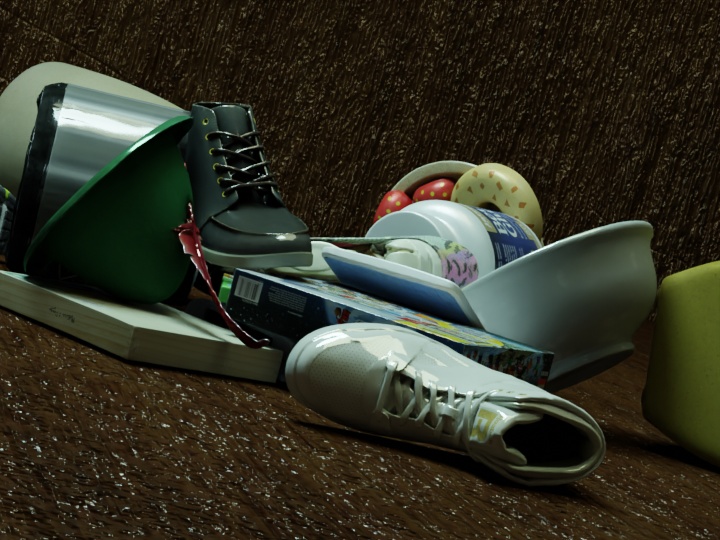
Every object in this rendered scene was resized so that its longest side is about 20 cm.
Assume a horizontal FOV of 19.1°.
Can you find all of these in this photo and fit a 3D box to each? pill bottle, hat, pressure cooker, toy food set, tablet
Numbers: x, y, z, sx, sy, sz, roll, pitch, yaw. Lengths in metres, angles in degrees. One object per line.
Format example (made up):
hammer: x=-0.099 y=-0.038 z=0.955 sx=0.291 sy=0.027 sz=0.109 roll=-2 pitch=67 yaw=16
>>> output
pill bottle: x=0.078 y=-0.003 z=1.844 sx=0.111 sy=0.112 sz=0.200 roll=16 pitch=4 yaw=26
hat: x=-0.135 y=0.005 z=1.580 sx=0.176 sy=0.166 sz=0.200 roll=46 pitch=30 yaw=2
pressure cooker: x=-0.193 y=-0.062 z=1.828 sx=0.199 sy=0.179 sz=0.176 roll=13 pitch=0 yaw=-10
toy food set: x=0.090 y=-0.003 z=1.998 sx=0.199 sy=0.199 sz=0.049 roll=3 pitch=11 yaw=34
tablet: x=0.057 y=0.050 z=1.653 sx=0.130 sy=0.014 sz=0.200 roll=16 pitch=-25 yaw=35

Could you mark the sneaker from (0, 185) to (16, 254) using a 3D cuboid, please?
sneaker: x=-0.395 y=-0.060 z=1.902 sx=0.199 sy=0.074 sz=0.081 roll=15 pitch=0 yaw=-21

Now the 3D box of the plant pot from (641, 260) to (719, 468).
plant pot: x=0.339 y=0.078 z=1.735 sx=0.199 sy=0.195 sz=0.195 roll=9 pitch=1 yaw=18

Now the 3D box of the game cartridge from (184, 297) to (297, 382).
game cartridge: x=-0.039 y=0.062 z=1.636 sx=0.133 sy=0.041 sz=0.200 roll=17 pitch=2 yaw=-30

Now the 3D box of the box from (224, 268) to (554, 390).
box: x=0.021 y=0.046 z=1.535 sx=0.199 sy=0.038 sz=0.136 roll=18 pitch=4 yaw=32

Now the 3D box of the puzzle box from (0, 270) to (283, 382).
puzzle box: x=-0.165 y=0.040 z=1.550 sx=0.133 sy=0.026 sz=0.200 roll=11 pitch=4 yaw=-39

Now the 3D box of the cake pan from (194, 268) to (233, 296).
cake pan: x=-0.074 y=0.009 z=1.973 sx=0.199 sy=0.037 sz=0.200 roll=12 pitch=-12 yaw=3

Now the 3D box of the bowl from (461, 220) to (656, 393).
bowl: x=0.160 y=0.042 z=1.715 sx=0.200 sy=0.091 sz=0.201 roll=-22 pitch=-13 yaw=-5

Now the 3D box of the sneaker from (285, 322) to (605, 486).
sneaker: x=0.058 y=0.083 z=1.345 sx=0.199 sy=0.074 sz=0.116 roll=15 pitch=0 yaw=-14

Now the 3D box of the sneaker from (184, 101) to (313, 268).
sneaker: x=-0.093 y=-0.066 z=1.614 sx=0.075 sy=0.107 sz=0.200 roll=-1 pitch=14 yaw=-28

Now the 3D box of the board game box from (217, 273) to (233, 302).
board game box: x=-0.027 y=0.050 z=1.833 sx=0.199 sy=0.041 sz=0.153 roll=14 pitch=3 yaw=-4

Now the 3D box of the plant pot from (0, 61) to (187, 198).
plant pot: x=-0.221 y=-0.096 z=2.008 sx=0.199 sy=0.188 sz=0.187 roll=9 pitch=-1 yaw=36

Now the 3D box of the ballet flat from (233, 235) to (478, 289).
ballet flat: x=0.000 y=0.000 z=1.688 sx=0.199 sy=0.069 sz=0.071 roll=0 pitch=-17 yaw=-8
